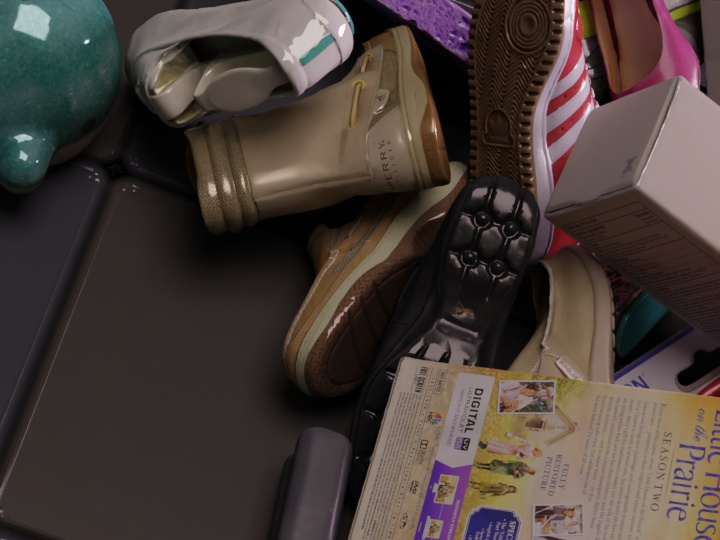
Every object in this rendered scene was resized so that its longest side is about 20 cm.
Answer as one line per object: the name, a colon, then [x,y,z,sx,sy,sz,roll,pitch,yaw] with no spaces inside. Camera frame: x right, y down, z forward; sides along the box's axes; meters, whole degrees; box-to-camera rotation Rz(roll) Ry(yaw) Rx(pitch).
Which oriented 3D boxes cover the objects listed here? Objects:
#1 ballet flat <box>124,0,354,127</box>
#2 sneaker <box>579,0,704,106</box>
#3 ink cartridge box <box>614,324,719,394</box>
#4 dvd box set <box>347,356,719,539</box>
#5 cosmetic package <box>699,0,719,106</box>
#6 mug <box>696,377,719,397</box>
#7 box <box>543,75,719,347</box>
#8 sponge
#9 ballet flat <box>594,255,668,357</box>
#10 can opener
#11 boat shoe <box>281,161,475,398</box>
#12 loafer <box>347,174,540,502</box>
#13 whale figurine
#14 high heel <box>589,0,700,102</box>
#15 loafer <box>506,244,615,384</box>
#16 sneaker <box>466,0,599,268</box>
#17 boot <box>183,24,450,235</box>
ballet flat: [-0.087,-0.116,1.106,0.069,0.199,0.070,6,81,-42]
sneaker: [0.200,-0.143,1.309,0.198,0.074,0.082,-11,82,-29]
ink cartridge box: [0.248,0.122,1.147,0.197,0.047,0.200,-28,67,-31]
dvd box set: [0.099,0.121,0.972,0.198,0.030,0.147,6,54,15]
cosmetic package: [0.287,-0.178,1.281,0.106,0.090,0.202,-3,85,-42]
mug: [0.229,0.151,1.037,0.199,0.177,0.134,-35,108,-16]
box: [0.214,-0.016,1.096,0.199,0.095,0.078,36,67,-21]
sponge: [0.030,-0.173,1.238,0.199,0.112,0.030,36,94,7]
ballet flat: [0.193,-0.012,1.213,0.071,0.070,0.199,34,49,31]
can opener: [-0.053,0.169,0.995,0.066,0.053,0.201,18,51,-8]
boat shoe: [0.000,0.000,1.135,0.076,0.072,0.200,18,42,24]
loafer: [0.047,0.043,1.087,0.068,0.070,0.202,23,83,0]
whale figurine: [-0.229,-0.115,1.098,0.199,0.104,0.160,-25,68,-32]
high heel: [0.158,-0.161,1.210,0.096,0.067,0.202,19,56,-35]
loafer: [0.108,0.064,1.072,0.067,0.076,0.201,0,44,-1]
sneaker: [0.124,-0.105,1.150,0.112,0.202,0.071,-11,21,-42]
boot: [-0.031,-0.084,1.162,0.154,0.073,0.200,-15,25,2]
